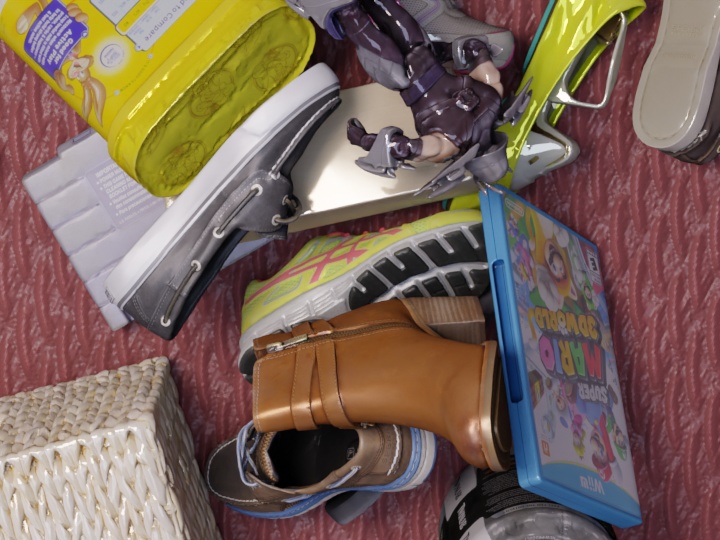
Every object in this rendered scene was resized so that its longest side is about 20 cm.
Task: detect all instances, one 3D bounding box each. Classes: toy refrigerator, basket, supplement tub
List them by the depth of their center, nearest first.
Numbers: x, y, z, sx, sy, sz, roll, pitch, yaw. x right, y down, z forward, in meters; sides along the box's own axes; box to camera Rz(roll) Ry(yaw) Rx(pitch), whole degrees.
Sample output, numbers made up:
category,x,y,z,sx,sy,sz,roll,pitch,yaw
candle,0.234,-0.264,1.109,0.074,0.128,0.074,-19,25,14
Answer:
category,x,y,z,sx,sy,sz,roll,pitch,yaw
toy refrigerator,-0.027,-0.070,1.265,0.199,0.070,0.076,-13,83,7
basket,-0.183,0.183,1.292,0.160,0.198,0.201,-15,100,0
supplement tub,0.115,0.200,1.293,0.122,0.200,0.123,0,100,0

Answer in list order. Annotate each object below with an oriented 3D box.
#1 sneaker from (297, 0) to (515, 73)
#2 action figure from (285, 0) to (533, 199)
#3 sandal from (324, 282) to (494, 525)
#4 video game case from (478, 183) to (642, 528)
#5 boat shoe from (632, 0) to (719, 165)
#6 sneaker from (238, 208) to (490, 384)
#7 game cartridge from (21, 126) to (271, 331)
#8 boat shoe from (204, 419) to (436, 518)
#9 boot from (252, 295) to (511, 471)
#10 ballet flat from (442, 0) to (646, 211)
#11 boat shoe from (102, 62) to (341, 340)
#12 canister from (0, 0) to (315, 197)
category,x,y,z,sx,sy,sz,roll,pitch,yaw
sneaker,0.015,-0.193,1.278,0.199,0.081,0.089,23,102,-5
action figure,0.027,-0.125,1.173,0.069,0.130,0.200,-28,105,44
sandal,0.029,0.083,1.339,0.043,0.076,0.201,32,89,-8
video game case,0.130,0.057,1.257,0.018,0.143,0.201,-19,63,28
boat shoe,0.242,-0.170,1.294,0.059,0.072,0.201,20,87,-45
sneaker,0.000,0.000,1.311,0.199,0.091,0.078,-24,133,9
game cartridge,-0.117,-0.062,1.328,0.199,0.038,0.130,-29,96,5
boat shoe,-0.044,0.120,1.297,0.199,0.072,0.073,-18,67,41
boot,0.010,0.078,1.188,0.154,0.200,0.074,-9,108,-2
ballet flat,0.127,-0.111,1.298,0.067,0.067,0.201,31,97,16
boat shoe,-0.073,-0.038,1.200,0.066,0.070,0.200,44,92,3
canister,-0.147,-0.164,1.231,0.149,0.087,0.200,-46,65,-2
